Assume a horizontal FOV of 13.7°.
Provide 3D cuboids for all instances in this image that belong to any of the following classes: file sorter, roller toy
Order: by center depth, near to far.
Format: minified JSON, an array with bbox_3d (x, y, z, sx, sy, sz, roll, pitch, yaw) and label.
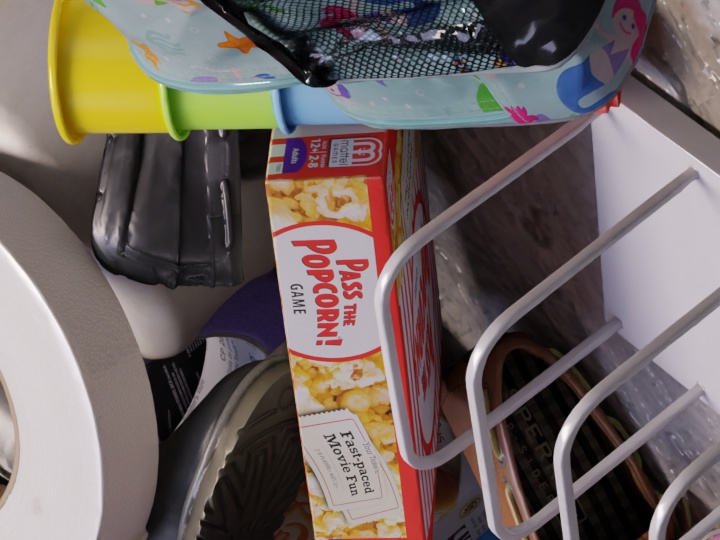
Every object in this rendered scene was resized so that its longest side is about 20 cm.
[{"bbox_3d":[0.118,0.057,1.051,0.200,0.124,0.139,39,155,33],"label":"file sorter"},{"bbox_3d":[-0.101,-0.065,1.308,0.182,0.140,0.200,38,164,28],"label":"roller toy"}]

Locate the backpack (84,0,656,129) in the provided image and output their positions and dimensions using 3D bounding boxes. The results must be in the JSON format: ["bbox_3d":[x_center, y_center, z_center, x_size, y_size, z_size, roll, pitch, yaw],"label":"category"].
[{"bbox_3d":[0.001,-0.132,0.889,0.199,0.178,0.151,-1,147,35],"label":"backpack"}]

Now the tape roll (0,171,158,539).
[{"bbox_3d":[-0.167,0.050,1.234,0.202,0.037,0.204,18,120,34],"label":"tape roll"}]

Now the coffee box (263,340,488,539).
[{"bbox_3d":[-0.038,0.120,1.354,0.114,0.200,0.080,47,175,16],"label":"coffee box"}]

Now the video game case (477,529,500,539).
[{"bbox_3d":[0.029,0.153,1.536,0.143,0.018,0.200,47,158,17],"label":"video game case"}]

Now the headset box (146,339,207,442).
[{"bbox_3d":[-0.158,0.041,1.507,0.077,0.200,0.149,30,150,46],"label":"headset box"}]

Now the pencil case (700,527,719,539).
[{"bbox_3d":[0.099,0.160,1.175,0.199,0.086,0.083,-23,88,32],"label":"pencil case"}]

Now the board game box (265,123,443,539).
[{"bbox_3d":[0.000,0.000,1.167,0.152,0.046,0.201,-85,-9,-51],"label":"board game box"}]

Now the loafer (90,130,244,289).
[{"bbox_3d":[-0.059,-0.092,1.186,0.068,0.070,0.202,-156,76,-83],"label":"loafer"}]

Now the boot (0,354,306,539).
[{"bbox_3d":[-0.122,0.062,1.274,0.200,0.072,0.182,40,123,26],"label":"boot"}]

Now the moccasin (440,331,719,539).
[{"bbox_3d":[0.107,0.115,1.249,0.202,0.073,0.078,65,167,-2],"label":"moccasin"}]

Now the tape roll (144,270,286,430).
[{"bbox_3d":[-0.108,0.075,1.452,0.066,0.200,0.201,36,153,37],"label":"tape roll"}]

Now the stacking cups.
[{"bbox_3d":[-0.007,-0.070,1.057,0.199,0.061,0.061,3,142,8],"label":"stacking cups"}]
